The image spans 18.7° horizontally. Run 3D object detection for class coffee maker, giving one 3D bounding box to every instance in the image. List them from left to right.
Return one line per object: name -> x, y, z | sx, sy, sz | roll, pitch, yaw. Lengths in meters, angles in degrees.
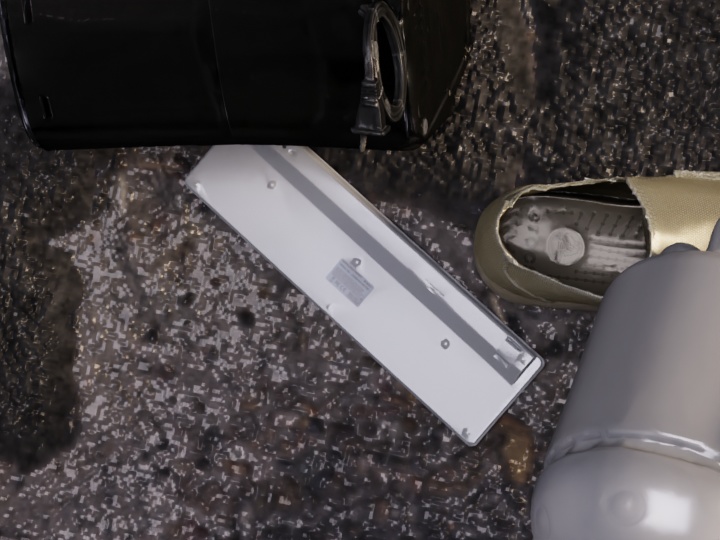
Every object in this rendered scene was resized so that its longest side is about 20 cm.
coffee maker -> -0.063, -0.121, 1.006 | 0.199, 0.192, 0.136 | 0, 95, 15

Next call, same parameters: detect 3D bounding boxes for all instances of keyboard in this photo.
keyboard -> 0.000, 0.000, 1.080 | 0.200, 0.011, 0.056 | 42, 102, 13

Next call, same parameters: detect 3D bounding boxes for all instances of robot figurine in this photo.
robot figurine -> 0.139, 0.073, 0.909 | 0.113, 0.170, 0.201 | 32, 58, -13

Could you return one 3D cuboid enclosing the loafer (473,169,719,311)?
loafer -> 0.147, -0.008, 1.012 | 0.199, 0.068, 0.076 | -2, 87, 14
